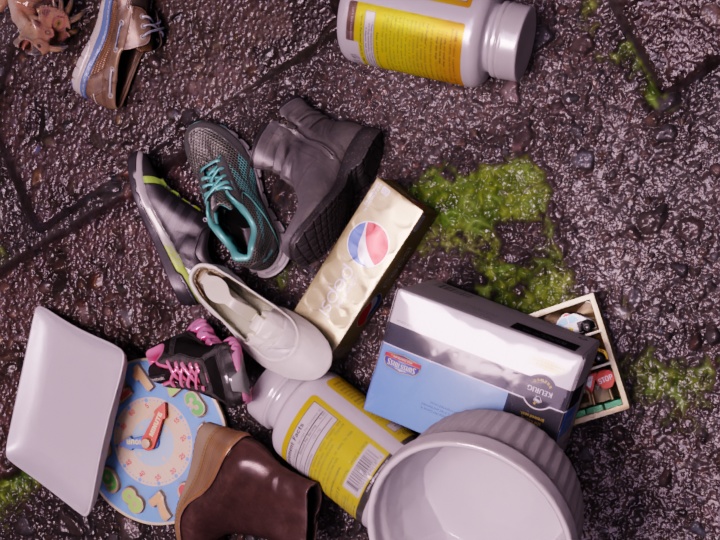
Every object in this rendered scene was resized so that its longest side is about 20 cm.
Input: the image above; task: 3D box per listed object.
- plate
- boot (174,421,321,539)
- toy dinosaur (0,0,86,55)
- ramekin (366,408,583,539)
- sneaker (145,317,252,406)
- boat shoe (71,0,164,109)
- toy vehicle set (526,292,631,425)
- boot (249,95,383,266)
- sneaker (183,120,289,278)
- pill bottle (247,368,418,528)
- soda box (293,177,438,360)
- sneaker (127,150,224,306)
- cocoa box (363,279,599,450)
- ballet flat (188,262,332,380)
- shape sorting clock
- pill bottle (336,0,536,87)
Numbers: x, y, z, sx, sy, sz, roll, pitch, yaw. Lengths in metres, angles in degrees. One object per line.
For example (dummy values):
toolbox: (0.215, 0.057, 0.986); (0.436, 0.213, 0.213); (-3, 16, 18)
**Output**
plate: (-0.352, 0.165, 1.383); (0.198, 0.032, 0.203); (19, 99, 41)
boot: (-0.126, 0.281, 1.275); (0.165, 0.072, 0.203); (26, 122, 28)
toy dinosaur: (-0.382, -0.352, 1.393); (0.134, 0.086, 0.203); (22, 82, 7)
ramekin: (0.113, 0.226, 1.060); (0.197, 0.105, 0.204); (9, 112, 22)
sneaker: (-0.185, 0.111, 1.268); (0.094, 0.199, 0.081); (-14, 103, -23)
boat shoe: (-0.272, -0.287, 1.363); (0.072, 0.072, 0.202); (32, 110, 11)
toy vehicle set: (0.178, 0.115, 1.229); (0.197, 0.026, 0.126); (-20, 84, 18)
boot: (-0.070, -0.099, 1.256); (0.130, 0.070, 0.201); (20, 53, 17)
sneaker: (-0.149, -0.087, 1.306); (0.077, 0.091, 0.202); (-33, 80, 15)
pill bottle: (-0.027, 0.182, 1.253); (0.199, 0.111, 0.112); (36, 102, 22)
soda box: (0.000, 0.000, 1.270); (0.067, 0.064, 0.202); (36, 101, 15)
sneaker: (-0.210, -0.055, 1.353); (0.082, 0.072, 0.203); (-23, 84, -6)
cocoa box: (0.125, 0.107, 1.162); (0.197, 0.133, 0.133); (20, 100, 17)
ballet flat: (-0.118, 0.054, 1.246); (0.199, 0.069, 0.070); (35, 102, 27)
shape sorting clock: (-0.250, 0.206, 1.373); (0.196, 0.039, 0.204); (0, 91, 19)
pill bottle: (0.082, -0.259, 1.214); (0.197, 0.109, 0.111); (16, 96, 18)
